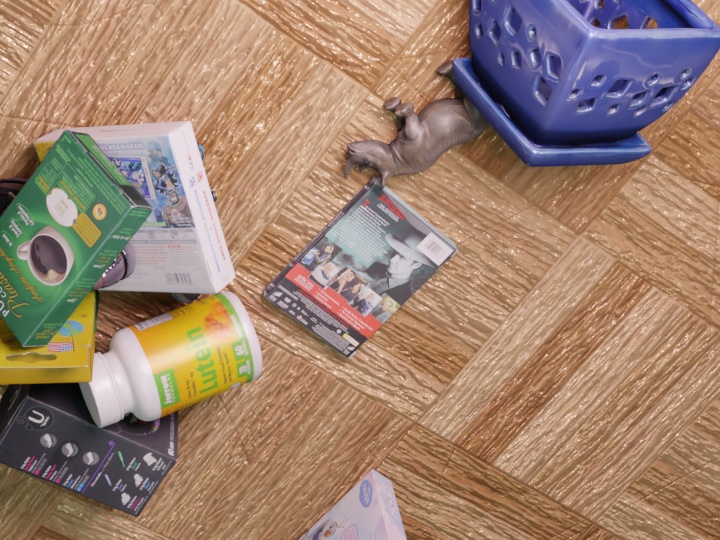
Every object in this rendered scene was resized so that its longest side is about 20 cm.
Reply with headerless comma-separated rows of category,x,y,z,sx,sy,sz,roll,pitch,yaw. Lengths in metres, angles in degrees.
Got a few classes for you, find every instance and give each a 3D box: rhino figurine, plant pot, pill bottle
rhino figurine,0.064,-0.156,1.432,0.199,0.060,0.088,-32,117,12
plant pot,0.222,-0.222,1.317,0.198,0.201,0.181,-5,133,-33
pill bottle,-0.224,0.108,1.475,0.198,0.111,0.112,-21,124,-21

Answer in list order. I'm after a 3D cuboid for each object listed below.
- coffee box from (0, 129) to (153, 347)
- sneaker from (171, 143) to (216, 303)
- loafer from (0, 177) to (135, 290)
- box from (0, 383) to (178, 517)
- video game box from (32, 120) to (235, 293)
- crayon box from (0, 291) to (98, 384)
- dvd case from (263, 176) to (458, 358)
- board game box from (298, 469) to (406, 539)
coffee box,-0.318,-0.032,1.321,0.123,0.044,0.200,45,107,19
sneaker,-0.199,-0.052,1.444,0.081,0.073,0.202,-12,122,-5
loafer,-0.339,-0.040,1.379,0.199,0.063,0.072,27,129,18
box,-0.330,0.192,1.535,0.199,0.123,0.106,27,113,-22
video game box,-0.246,-0.067,1.373,0.198,0.047,0.184,2,120,32
crayon box,-0.360,0.068,1.414,0.125,0.201,0.051,0,120,-8
dvd case,0.000,0.000,1.535,0.146,0.022,0.200,36,110,-25
board game box,-0.021,0.395,1.655,0.043,0.201,0.199,34,111,-27
